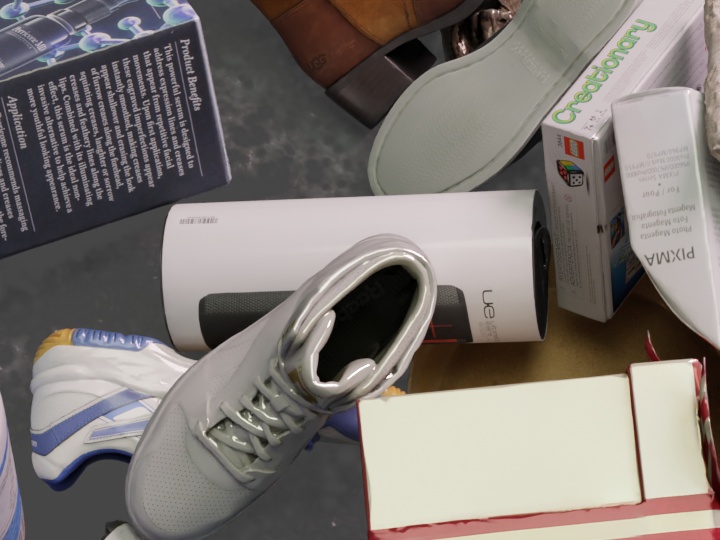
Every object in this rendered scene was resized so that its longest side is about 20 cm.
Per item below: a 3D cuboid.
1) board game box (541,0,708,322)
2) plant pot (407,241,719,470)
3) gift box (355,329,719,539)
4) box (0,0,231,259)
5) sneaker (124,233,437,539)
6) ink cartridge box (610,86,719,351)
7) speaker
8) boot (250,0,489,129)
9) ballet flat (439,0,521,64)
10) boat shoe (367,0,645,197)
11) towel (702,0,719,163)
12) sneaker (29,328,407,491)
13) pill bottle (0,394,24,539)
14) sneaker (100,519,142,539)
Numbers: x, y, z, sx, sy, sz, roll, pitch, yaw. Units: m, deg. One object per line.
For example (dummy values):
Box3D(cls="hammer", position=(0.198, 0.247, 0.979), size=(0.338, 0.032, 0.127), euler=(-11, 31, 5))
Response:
Box3D(cls="board game box", position=(0.162, -0.083, 1.393), size=(0.034, 0.127, 0.200), euler=(18, 48, 27))
Box3D(cls="plant pot", position=(0.123, 0.076, 1.380), size=(0.198, 0.028, 0.201), euler=(1, 59, -2))
Box3D(cls="gift box", position=(0.097, 0.127, 1.233), size=(0.185, 0.185, 0.202), euler=(-4, 81, 1))
Box3D(cls="box", position=(-0.189, -0.094, 1.391), size=(0.199, 0.108, 0.149), euler=(-19, 37, -13))
Box3D(cls="sneaker", position=(-0.041, 0.058, 1.262), size=(0.074, 0.116, 0.200), euler=(43, 89, -2))
Box3D(cls="ink cartridge box", position=(0.190, 0.015, 1.331), size=(0.057, 0.162, 0.202), euler=(-7, 83, 28))
Box3D(cls="speaker", position=(0.000, 0.000, 1.367), size=(0.198, 0.081, 0.082), euler=(-2, 60, 10))
Box3D(cls="boot", position=(-0.009, -0.208, 1.439), size=(0.200, 0.188, 0.068), euler=(44, 32, 0))
Box3D(cls="ballet flat", position=(0.059, -0.197, 1.521), size=(0.067, 0.046, 0.201), euler=(-5, 61, -6))
Box3D(cls="boat shoe", position=(0.089, -0.100, 1.425), size=(0.200, 0.060, 0.076), euler=(-38, 71, 23))
Box3D(cls="towel", position=(0.248, -0.054, 1.320), size=(0.200, 0.034, 0.133), euler=(35, 37, -24))
Box3D(cls="sneaker", position=(-0.073, 0.086, 1.352), size=(0.198, 0.075, 0.089), euler=(5, 77, 3))
Box3D(cls="pill bottle", position=(-0.224, 0.092, 1.257), size=(0.111, 0.200, 0.113), euler=(1, 59, -1))
Box3D(cls="sneaker", position=(-0.137, 0.218, 1.266), size=(0.090, 0.067, 0.200), euler=(27, 61, 16))
